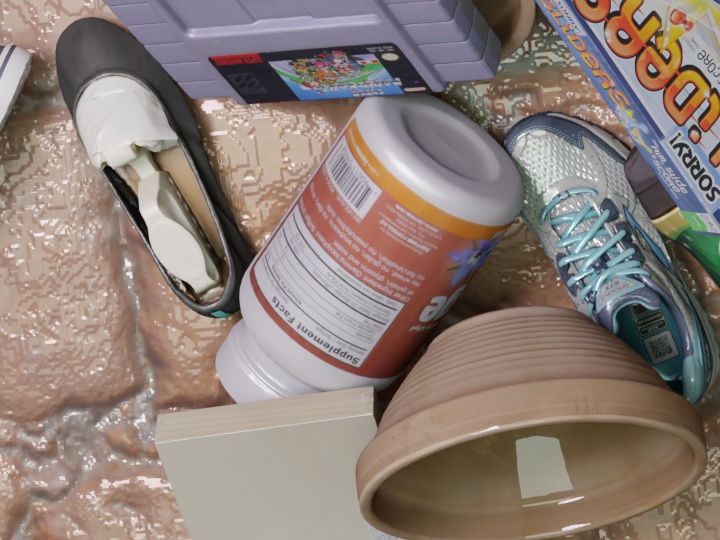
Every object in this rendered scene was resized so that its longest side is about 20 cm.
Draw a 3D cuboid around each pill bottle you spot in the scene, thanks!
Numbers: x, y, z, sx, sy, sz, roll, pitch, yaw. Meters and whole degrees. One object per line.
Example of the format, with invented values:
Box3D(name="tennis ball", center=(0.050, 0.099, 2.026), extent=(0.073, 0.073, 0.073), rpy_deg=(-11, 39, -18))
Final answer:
Box3D(name="pill bottle", center=(0.000, 0.000, 1.625), extent=(0.112, 0.112, 0.200), rpy_deg=(35, 117, -2))

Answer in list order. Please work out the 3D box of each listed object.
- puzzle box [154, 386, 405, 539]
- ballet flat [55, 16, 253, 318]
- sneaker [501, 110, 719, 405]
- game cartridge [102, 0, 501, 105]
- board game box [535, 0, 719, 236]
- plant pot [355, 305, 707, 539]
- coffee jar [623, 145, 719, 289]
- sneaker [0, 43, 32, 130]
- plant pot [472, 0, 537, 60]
Box3D(name="puzzle box", center=(-0.036, 0.154, 1.668), extent=(0.133, 0.025, 0.200), rpy_deg=(-8, 132, 8))
Box3D(name="ballet flat", center=(-0.122, -0.060, 1.656), extent=(0.068, 0.068, 0.200), rpy_deg=(-29, 97, 14))
Box3D(name="sneaker", center=(0.151, -0.005, 1.624), extent=(0.078, 0.086, 0.200), rpy_deg=(-33, 97, 12))
Box3D(name="game cartridge", center=(-0.035, -0.139, 1.542), extent=(0.200, 0.038, 0.130), rpy_deg=(-2, 147, 28))
Box3D(name="board game box", center=(0.182, -0.138, 1.511), extent=(0.135, 0.034, 0.200), rpy_deg=(-43, 110, -16))
Box3D(name="plant pot", center=(0.092, 0.082, 1.578), extent=(0.200, 0.201, 0.093), rpy_deg=(-13, 65, 10))
Box3D(name="coffee jar", center=(0.246, -0.016, 1.610), extent=(0.104, 0.085, 0.200), rpy_deg=(-37, 97, 18))
Box3D(name="sneaker", center=(-0.272, -0.060, 1.670), extent=(0.079, 0.078, 0.200), rpy_deg=(30, 107, -6))
Box3D(name="plant pot", center=(0.006, -0.197, 1.565), extent=(0.200, 0.201, 0.093), rpy_deg=(9, 65, 5))
